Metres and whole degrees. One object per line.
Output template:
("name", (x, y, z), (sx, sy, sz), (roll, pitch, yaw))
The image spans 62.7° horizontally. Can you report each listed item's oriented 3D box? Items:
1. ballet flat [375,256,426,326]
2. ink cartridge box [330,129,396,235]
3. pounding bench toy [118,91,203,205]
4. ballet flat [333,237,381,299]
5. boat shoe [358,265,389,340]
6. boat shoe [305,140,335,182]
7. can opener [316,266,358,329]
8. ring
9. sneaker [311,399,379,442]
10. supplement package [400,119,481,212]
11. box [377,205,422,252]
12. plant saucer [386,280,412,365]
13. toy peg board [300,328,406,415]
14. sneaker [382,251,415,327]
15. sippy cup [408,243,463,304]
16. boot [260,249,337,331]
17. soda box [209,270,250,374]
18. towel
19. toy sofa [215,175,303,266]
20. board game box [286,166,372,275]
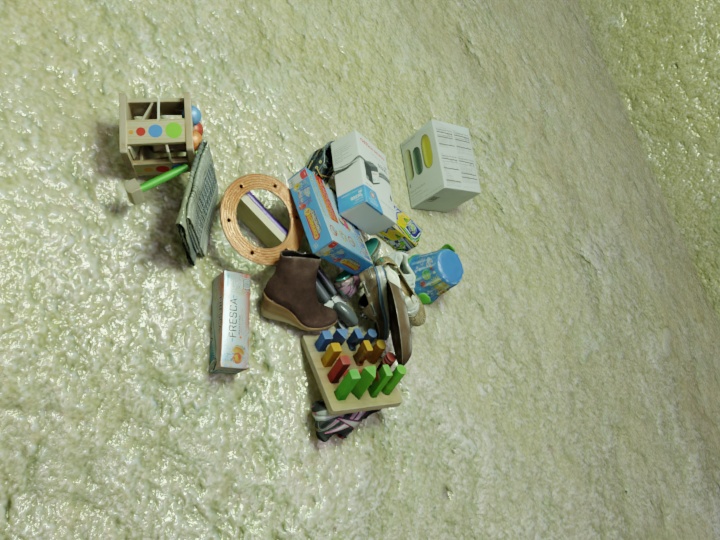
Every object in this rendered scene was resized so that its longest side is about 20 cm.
("ballet flat", (0.099, 0.057, 1.466), (0.070, 0.065, 0.202), (-36, 94, 0))
("ink cartridge box", (0.008, -0.210, 1.425), (0.144, 0.082, 0.205), (28, 47, -51))
("pounding bench toy", (-0.392, -0.235, 1.188), (0.152, 0.124, 0.205), (-4, 74, -12))
("ballet flat", (0.000, 0.000, 1.475), (0.201, 0.068, 0.072), (-52, 127, -43))
("boat shoe", (0.030, 0.083, 1.438), (0.070, 0.073, 0.205), (-8, 116, -4))
("boat shoe", (-0.107, -0.230, 1.459), (0.070, 0.090, 0.204), (28, 59, -25))
("can opener", (-0.072, 0.049, 1.400), (0.053, 0.066, 0.202), (-41, 100, -39))
("ring", (-0.212, -0.110, 1.279), (0.196, 0.019, 0.206), (10, 73, -32))
("sneaker", (-0.033, 0.332, 1.337), (0.196, 0.079, 0.089), (-2, 97, -39))
("supplement package", (0.228, -0.295, 1.696), (0.148, 0.151, 0.205), (2, 72, -35))
("box", (0.069, -0.133, 1.570), (0.198, 0.070, 0.065), (36, 53, -22))
("plant saucer", (0.090, 0.123, 1.381), (0.031, 0.201, 0.206), (-9, 77, -4))
("toy peg board", (-0.003, 0.201, 1.328), (0.196, 0.099, 0.202), (3, 46, -37))
("sneaker", (0.107, 0.049, 1.526), (0.069, 0.079, 0.205), (-8, 80, -46))
("sippy cup", (0.201, 0.007, 1.582), (0.137, 0.129, 0.183), (11, 68, -33))
("boot", (-0.114, 0.046, 1.306), (0.196, 0.169, 0.073), (11, 30, -28))
("soda box", (-0.271, 0.108, 1.227), (0.062, 0.068, 0.205), (11, 67, -33))
("towel", (-0.325, -0.130, 1.203), (0.034, 0.193, 0.205), (11, 65, -4))
("toy sofa", (-0.221, -0.119, 1.338), (0.200, 0.082, 0.098), (46, 54, -14))
("board game box", (-0.068, -0.109, 1.359), (0.195, 0.055, 0.203), (29, 36, -58))
